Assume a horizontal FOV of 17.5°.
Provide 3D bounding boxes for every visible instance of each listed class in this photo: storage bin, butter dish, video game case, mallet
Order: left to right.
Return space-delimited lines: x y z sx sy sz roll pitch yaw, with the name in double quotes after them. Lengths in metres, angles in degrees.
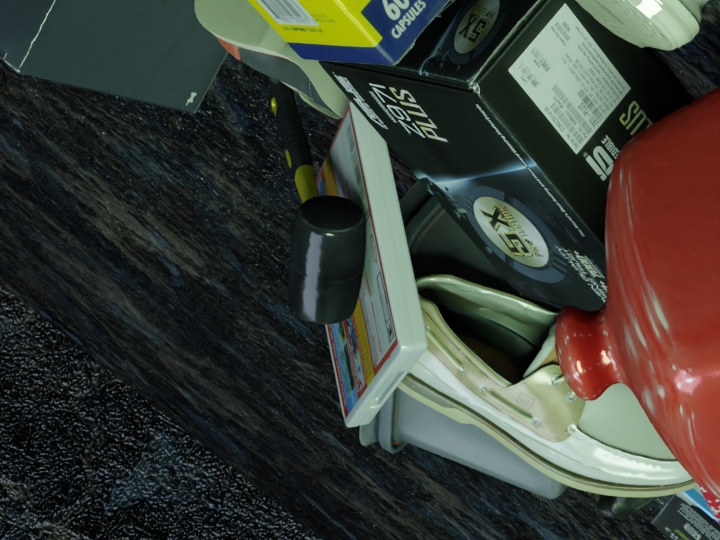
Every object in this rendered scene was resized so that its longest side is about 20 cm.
-0.032 -0.041 1.338 0.200 0.041 0.066 -111 23 -61 "mallet"
0.000 0.000 1.340 0.200 0.017 0.144 121 139 -72 "video game case"
0.094 0.036 1.440 0.134 0.146 0.201 25 138 20 "storage bin"
0.158 0.019 1.035 0.200 0.147 0.200 59 -163 -54 "butter dish"

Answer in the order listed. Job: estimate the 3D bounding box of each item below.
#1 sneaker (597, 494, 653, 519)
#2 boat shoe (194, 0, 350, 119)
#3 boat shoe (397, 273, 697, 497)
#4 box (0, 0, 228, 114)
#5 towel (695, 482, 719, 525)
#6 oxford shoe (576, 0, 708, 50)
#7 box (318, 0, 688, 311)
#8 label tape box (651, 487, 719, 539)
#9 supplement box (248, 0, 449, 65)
0.138 0.095 1.612 0.200 0.091 0.066 43 166 -10 "sneaker"
-0.010 -0.122 1.368 0.199 0.071 0.063 27 173 32 "boat shoe"
0.107 0.064 1.315 0.199 0.075 0.069 20 141 13 "boat shoe"
-0.189 -0.193 1.415 0.182 0.104 0.200 36 -167 23 "box"
0.221 0.099 1.329 0.022 0.145 0.200 -10 141 23 "towel"
0.116 -0.136 1.006 0.075 0.058 0.200 37 -177 -12 "oxford shoe"
0.096 -0.067 1.209 0.200 0.086 0.164 48 166 -28 "box"
0.275 0.190 1.591 0.143 0.066 0.200 39 165 9 "label tape box"
-0.035 -0.203 1.082 0.200 0.109 0.109 46 166 -22 "supplement box"
